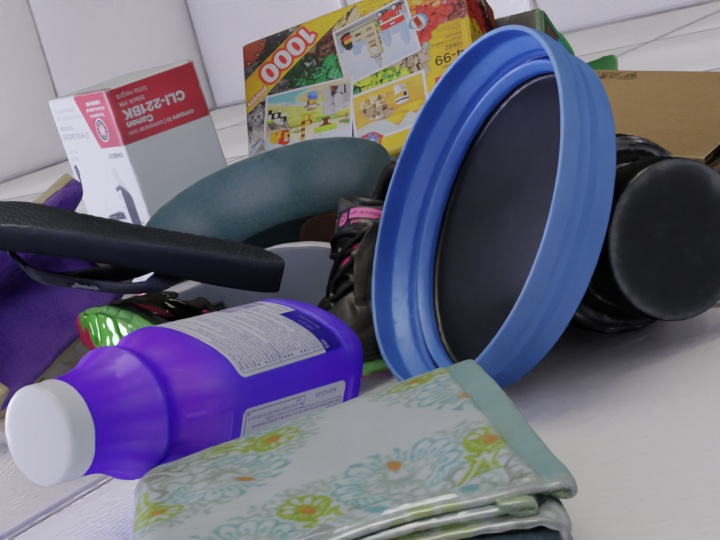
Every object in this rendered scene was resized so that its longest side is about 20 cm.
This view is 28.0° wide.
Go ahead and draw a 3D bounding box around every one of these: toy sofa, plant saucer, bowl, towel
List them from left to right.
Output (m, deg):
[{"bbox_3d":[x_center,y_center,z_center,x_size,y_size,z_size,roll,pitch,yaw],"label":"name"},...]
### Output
[{"bbox_3d":[-0.229,0.023,0.986,0.098,0.083,0.200,-54,-1,33],"label":"toy sofa"},{"bbox_3d":[-0.064,-0.031,1.068,0.201,0.039,0.201,-20,-18,-7],"label":"plant saucer"},{"bbox_3d":[-0.011,0.097,0.595,0.171,0.048,0.200,-15,11,-4],"label":"towel"},{"bbox_3d":[0.068,-0.029,0.774,0.039,0.201,0.201,16,-1,-22],"label":"bowl"}]

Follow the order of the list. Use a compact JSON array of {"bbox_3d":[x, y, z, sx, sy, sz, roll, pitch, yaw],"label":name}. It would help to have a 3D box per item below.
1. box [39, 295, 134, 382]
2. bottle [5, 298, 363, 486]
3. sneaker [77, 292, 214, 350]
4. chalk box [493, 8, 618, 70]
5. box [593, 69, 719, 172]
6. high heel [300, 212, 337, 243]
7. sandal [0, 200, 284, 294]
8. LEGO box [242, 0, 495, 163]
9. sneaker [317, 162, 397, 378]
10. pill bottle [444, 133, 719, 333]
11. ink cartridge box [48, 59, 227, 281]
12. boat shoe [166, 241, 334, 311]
[{"bbox_3d":[-0.237,0.067,1.065,0.041,0.039,0.200,-5,15,35],"label":"box"},{"bbox_3d":[-0.085,0.061,0.726,0.083,0.065,0.200,20,20,33],"label":"bottle"},{"bbox_3d":[-0.121,0.043,0.895,0.084,0.077,0.200,-22,14,-17],"label":"sneaker"},{"bbox_3d":[0.124,-0.128,1.211,0.200,0.125,0.124,-8,-25,25],"label":"chalk box"},{"bbox_3d":[0.179,-0.103,0.989,0.200,0.021,0.163,8,30,38],"label":"box"},{"bbox_3d":[0.061,-0.010,1.034,0.199,0.068,0.096,6,-19,17],"label":"high heel"},{"bbox_3d":[-0.139,-0.003,0.851,0.200,0.043,0.076,11,10,-24],"label":"sandal"},{"bbox_3d":[0.012,-0.133,1.152,0.200,0.149,0.077,-17,-29,22],"label":"LEGO box"},{"bbox_3d":[0.000,0.000,0.904,0.077,0.084,0.200,-9,30,26],"label":"sneaker"},{"bbox_3d":[0.126,-0.023,0.833,0.112,0.112,0.200,-19,11,-20],"label":"pill bottle"},{"bbox_3d":[-0.169,-0.062,1.201,0.084,0.200,0.144,-25,14,-27],"label":"ink cartridge box"},{"bbox_3d":[-0.081,0.022,1.023,0.200,0.070,0.066,-20,11,16],"label":"boat shoe"}]
